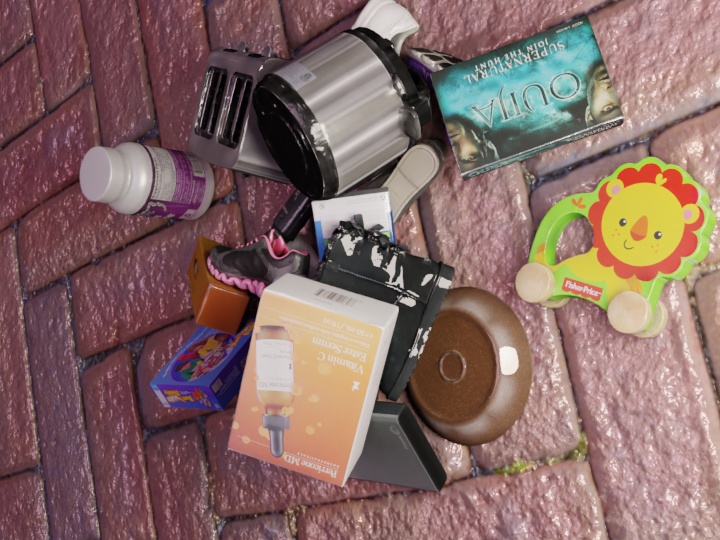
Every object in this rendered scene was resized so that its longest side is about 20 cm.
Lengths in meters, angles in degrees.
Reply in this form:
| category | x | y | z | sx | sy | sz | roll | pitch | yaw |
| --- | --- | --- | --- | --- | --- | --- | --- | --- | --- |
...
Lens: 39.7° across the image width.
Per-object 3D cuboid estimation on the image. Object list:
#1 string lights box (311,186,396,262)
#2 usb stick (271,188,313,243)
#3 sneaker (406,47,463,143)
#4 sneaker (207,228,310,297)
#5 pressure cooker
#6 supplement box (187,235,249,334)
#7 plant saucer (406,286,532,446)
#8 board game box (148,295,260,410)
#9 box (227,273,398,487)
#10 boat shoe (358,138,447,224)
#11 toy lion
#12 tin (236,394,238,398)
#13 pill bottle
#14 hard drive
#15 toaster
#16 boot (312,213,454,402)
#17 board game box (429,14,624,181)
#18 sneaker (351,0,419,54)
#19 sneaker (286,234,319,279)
| category | x | y | z | sx | sy | sz | roll | pitch | yaw |
| --- | --- | --- | --- | --- | --- | --- | --- | --- | --- |
| string lights box | 0.000 | 0.000 | 1.303 | 0.101 | 0.059 | 0.203 | -6 | 101 | 3 |
| usb stick | -0.057 | -0.129 | 1.407 | 0.201 | 0.032 | 0.056 | -53 | 41 | 9 |
| sneaker | 0.117 | -0.212 | 1.264 | 0.201 | 0.080 | 0.084 | 51 | 124 | 29 |
| sneaker | -0.137 | -0.015 | 1.387 | 0.198 | 0.078 | 0.097 | 21 | 106 | 41 |
| pressure cooker | -0.014 | -0.203 | 1.249 | 0.177 | 0.199 | 0.179 | 56 | 161 | 1 |
| supplement box | -0.215 | 0.019 | 1.488 | 0.067 | 0.068 | 0.200 | -67 | 23 | 17 |
| plant saucer | 0.125 | 0.122 | 1.267 | 0.198 | 0.036 | 0.204 | -3 | 85 | 40 |
| board game box | -0.196 | 0.115 | 1.448 | 0.133 | 0.200 | 0.045 | -4 | 125 | 41 |
| box | -0.055 | 0.127 | 1.186 | 0.150 | 0.106 | 0.203 | 16 | 103 | 8 |
| boat shoe | 0.046 | -0.106 | 1.342 | 0.067 | 0.057 | 0.200 | 50 | 126 | 1 |
| toy lion | 0.290 | -0.034 | 1.121 | 0.198 | 0.068 | 0.195 | 18 | 93 | 40 |
| tin | -0.101 | 0.176 | 1.433 | 0.198 | 0.042 | 0.114 | 0 | 115 | 40 |
| pill bottle | -0.336 | -0.141 | 1.568 | 0.111 | 0.199 | 0.114 | -2 | 86 | 40 |
| hard drive | 0.005 | 0.225 | 1.314 | 0.198 | 0.033 | 0.141 | -1 | 129 | 40 |
| toaster | -0.152 | -0.222 | 1.446 | 0.180 | 0.117 | 0.203 | 27 | 105 | 54 |
| boot | 0.013 | 0.045 | 1.244 | 0.160 | 0.073 | 0.201 | 22 | 98 | -2 |
| board game box | 0.194 | -0.202 | 1.173 | 0.197 | 0.028 | 0.137 | -19 | 74 | 11 |
| sneaker | 0.006 | -0.270 | 1.362 | 0.088 | 0.075 | 0.201 | 40 | 107 | 27 |
| sneaker | -0.043 | 0.032 | 1.406 | 0.087 | 0.074 | 0.202 | -33 | 70 | 17 |
